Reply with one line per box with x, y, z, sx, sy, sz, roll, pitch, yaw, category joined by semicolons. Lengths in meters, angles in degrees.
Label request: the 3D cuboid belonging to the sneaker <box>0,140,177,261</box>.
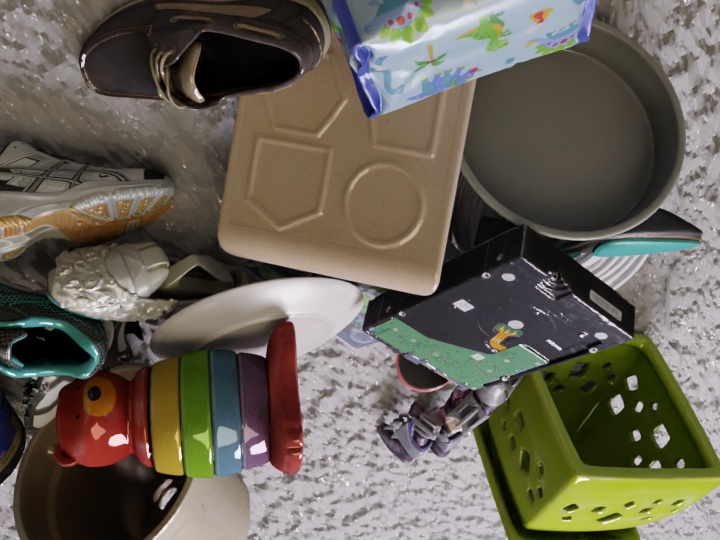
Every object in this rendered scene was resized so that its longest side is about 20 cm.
-0.244;-0.068;0.700;0.198;0.088;0.076;-13;156;-36;sneaker

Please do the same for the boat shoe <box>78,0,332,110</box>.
-0.120;-0.158;0.636;0.197;0.074;0.075;-7;127;17;boat shoe

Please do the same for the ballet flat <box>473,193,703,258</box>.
0.192;-0.039;0.758;0.197;0.074;0.074;-9;130;1;ballet flat

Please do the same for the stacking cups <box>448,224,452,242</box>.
0.052;-0.099;0.761;0.060;0.061;0.202;-16;126;-3;stacking cups

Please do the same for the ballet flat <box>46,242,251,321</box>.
-0.169;0.005;0.748;0.072;0.072;0.199;-47;151;20;ballet flat

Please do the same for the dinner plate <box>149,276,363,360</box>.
-0.090;0.058;0.800;0.197;0.025;0.201;-13;160;-5;dinner plate

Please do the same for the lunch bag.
0.047;-0.229;0.592;0.168;0.202;0.128;-20;164;1;lunch bag

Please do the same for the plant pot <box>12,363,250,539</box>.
-0.204;0.225;0.880;0.199;0.202;0.184;-26;141;5;plant pot

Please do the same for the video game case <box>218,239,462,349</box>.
0.000;0.000;0.809;0.180;0.024;0.200;-20;136;35;video game case

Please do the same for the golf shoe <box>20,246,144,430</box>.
-0.250;0.077;0.808;0.093;0.078;0.201;15;122;-27;golf shoe

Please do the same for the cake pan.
0.165;-0.115;0.725;0.197;0.203;0.037;-10;164;-9;cake pan

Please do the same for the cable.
0.182;-0.059;0.821;0.197;0.069;0.202;-3;119;-10;cable

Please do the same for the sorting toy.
-0.011;-0.095;0.684;0.183;0.036;0.203;12;100;13;sorting toy

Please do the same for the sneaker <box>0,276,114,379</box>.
-0.284;0.041;0.676;0.198;0.091;0.079;10;99;-25;sneaker

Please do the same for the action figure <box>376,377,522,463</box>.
0.095;0.146;0.927;0.129;0.070;0.200;-22;162;-34;action figure

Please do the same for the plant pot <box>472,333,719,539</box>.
0.242;0.196;0.979;0.197;0.200;0.183;6;132;-21;plant pot

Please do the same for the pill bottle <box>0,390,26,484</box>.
-0.383;0.106;0.767;0.110;0.112;0.202;-16;130;-3;pill bottle

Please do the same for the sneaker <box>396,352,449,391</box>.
0.117;0.052;0.917;0.199;0.074;0.087;-33;174;-7;sneaker

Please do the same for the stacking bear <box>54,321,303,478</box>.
-0.152;0.119;0.736;0.197;0.123;0.114;-2;150;-9;stacking bear

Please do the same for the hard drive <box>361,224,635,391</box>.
0.113;0.040;0.759;0.139;0.038;0.199;32;143;-24;hard drive
